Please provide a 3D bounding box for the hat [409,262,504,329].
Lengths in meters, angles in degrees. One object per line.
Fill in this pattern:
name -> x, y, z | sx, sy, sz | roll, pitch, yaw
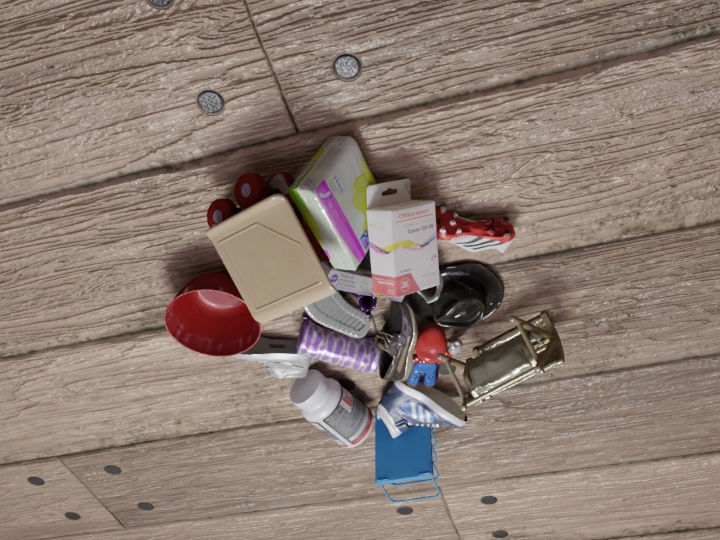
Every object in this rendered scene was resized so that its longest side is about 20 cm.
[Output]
hat -> 0.204, 0.077, 1.567 | 0.200, 0.081, 0.201 | 1, 134, 1

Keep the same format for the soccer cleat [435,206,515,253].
soccer cleat -> 0.197, -0.071, 1.444 | 0.199, 0.069, 0.085 | 5, 147, 0

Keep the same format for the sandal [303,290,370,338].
sandal -> -0.063, 0.086, 1.605 | 0.203, 0.083, 0.050 | 41, 165, -31

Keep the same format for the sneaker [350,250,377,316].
sneaker -> 0.000, 0.000, 1.501 | 0.074, 0.088, 0.200 | -13, 131, 14

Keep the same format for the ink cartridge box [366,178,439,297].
ink cartridge box -> 0.078, -0.062, 1.368 | 0.067, 0.116, 0.201 | 9, 110, 49

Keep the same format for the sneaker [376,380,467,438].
sneaker -> 0.137, 0.353, 1.787 | 0.200, 0.081, 0.147 | 30, 111, 0

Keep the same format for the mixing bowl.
mixing bowl -> -0.301, 0.077, 1.571 | 0.200, 0.109, 0.200 | 2, 132, 2

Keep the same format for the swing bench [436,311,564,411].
swing bench -> 0.306, 0.188, 1.578 | 0.199, 0.130, 0.200 | -34, 161, 29

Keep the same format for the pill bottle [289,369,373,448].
pill bottle -> -0.069, 0.329, 1.785 | 0.116, 0.116, 0.200 | -28, 126, 25

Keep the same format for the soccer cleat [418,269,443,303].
soccer cleat -> 0.098, -0.019, 1.471 | 0.070, 0.086, 0.200 | -31, 116, 27

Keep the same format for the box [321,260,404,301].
box -> 0.007, 0.023, 1.453 | 0.200, 0.041, 0.039 | 13, 108, -37

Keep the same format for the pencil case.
pencil case -> -0.046, 0.169, 1.665 | 0.200, 0.084, 0.086 | 16, 93, -15

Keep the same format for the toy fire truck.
toy fire truck -> -0.175, -0.077, 1.365 | 0.200, 0.168, 0.112 | -36, 161, 30

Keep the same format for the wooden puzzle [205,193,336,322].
wooden puzzle -> -0.155, -0.019, 1.307 | 0.185, 0.037, 0.200 | -23, 103, 31

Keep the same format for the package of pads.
package of pads -> -0.031, -0.123, 1.347 | 0.068, 0.155, 0.200 | 7, 141, 37

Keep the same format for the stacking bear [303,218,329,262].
stacking bear -> -0.166, -0.026, 1.472 | 0.200, 0.114, 0.121 | -21, 147, 31

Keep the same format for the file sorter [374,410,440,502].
file sorter -> 0.119, 0.449, 1.833 | 0.138, 0.200, 0.123 | -13, 133, 14

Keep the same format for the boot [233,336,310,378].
boot -> -0.213, 0.206, 1.707 | 0.199, 0.074, 0.096 | 6, 126, -4

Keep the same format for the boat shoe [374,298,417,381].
boat shoe -> 0.074, 0.154, 1.609 | 0.073, 0.074, 0.201 | -12, 112, -28

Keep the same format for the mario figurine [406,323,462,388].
mario figurine -> 0.152, 0.182, 1.687 | 0.123, 0.106, 0.200 | -26, 150, -25
